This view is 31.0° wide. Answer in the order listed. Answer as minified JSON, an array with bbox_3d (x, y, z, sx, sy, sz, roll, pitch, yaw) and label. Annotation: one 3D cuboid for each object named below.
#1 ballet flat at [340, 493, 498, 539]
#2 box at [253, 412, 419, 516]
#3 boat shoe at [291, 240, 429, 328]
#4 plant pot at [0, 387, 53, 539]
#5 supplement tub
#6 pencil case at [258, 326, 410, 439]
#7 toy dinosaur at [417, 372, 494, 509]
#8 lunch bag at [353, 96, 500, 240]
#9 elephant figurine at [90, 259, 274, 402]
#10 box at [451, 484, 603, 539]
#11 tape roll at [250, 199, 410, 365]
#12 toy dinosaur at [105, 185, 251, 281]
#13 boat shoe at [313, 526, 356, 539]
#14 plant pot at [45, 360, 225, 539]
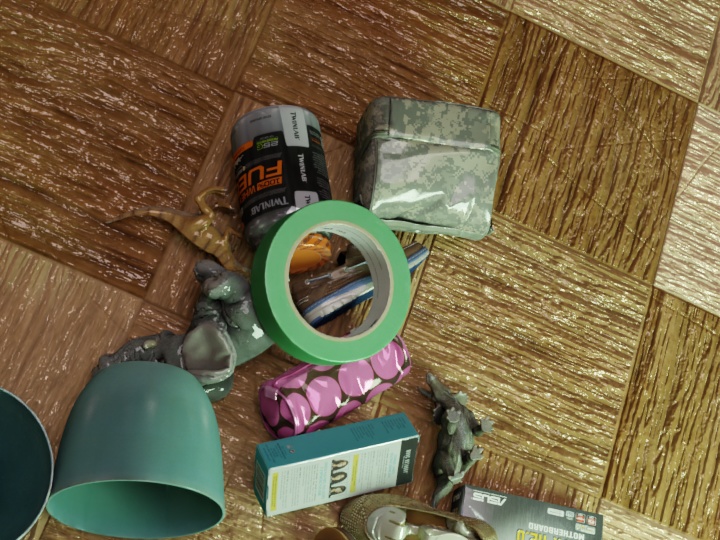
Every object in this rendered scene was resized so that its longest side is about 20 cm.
[{"bbox_3d":[0.070,0.317,1.589,0.199,0.065,0.071,7,89,8],"label":"ballet flat"},{"bbox_3d":[-0.030,0.239,1.605,0.199,0.083,0.049,-10,38,-22],"label":"box"},{"bbox_3d":[0.000,0.000,1.717,0.200,0.072,0.073,-28,79,-25],"label":"boat shoe"},{"bbox_3d":[-0.449,0.236,1.443,0.199,0.135,0.201,6,68,-16],"label":"plant pot"},{"bbox_3d":[-0.099,-0.103,1.689,0.122,0.123,0.201,-3,67,-19],"label":"supplement tub"},{"bbox_3d":[-0.035,0.135,1.643,0.200,0.094,0.091,-32,45,-28],"label":"pencil case"},{"bbox_3d":[0.122,0.229,1.664,0.077,0.102,0.201,2,79,-10],"label":"toy dinosaur"},{"bbox_3d":[0.085,-0.130,1.756,0.199,0.139,0.168,7,67,-15],"label":"lunch bag"},{"bbox_3d":[-0.199,0.101,1.598,0.200,0.155,0.142,-57,137,-16],"label":"elephant figurine"},{"bbox_3d":[0.208,0.373,1.658,0.199,0.048,0.159,15,66,-12],"label":"box"},{"bbox_3d":[-0.035,0.015,1.593,0.200,0.048,0.201,5,80,-26],"label":"tape roll"},{"bbox_3d":[-0.214,-0.059,1.675,0.200,0.060,0.106,32,65,-4],"label":"toy dinosaur"},{"bbox_3d":[0.006,0.405,1.573,0.070,0.070,0.201,7,54,-55],"label":"boat shoe"},{"bbox_3d":[-0.251,0.201,1.495,0.200,0.201,0.161,9,59,-15],"label":"plant pot"}]
